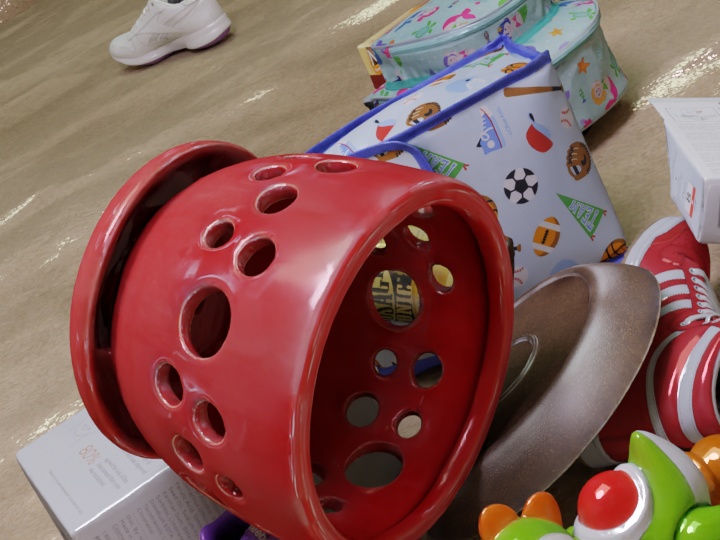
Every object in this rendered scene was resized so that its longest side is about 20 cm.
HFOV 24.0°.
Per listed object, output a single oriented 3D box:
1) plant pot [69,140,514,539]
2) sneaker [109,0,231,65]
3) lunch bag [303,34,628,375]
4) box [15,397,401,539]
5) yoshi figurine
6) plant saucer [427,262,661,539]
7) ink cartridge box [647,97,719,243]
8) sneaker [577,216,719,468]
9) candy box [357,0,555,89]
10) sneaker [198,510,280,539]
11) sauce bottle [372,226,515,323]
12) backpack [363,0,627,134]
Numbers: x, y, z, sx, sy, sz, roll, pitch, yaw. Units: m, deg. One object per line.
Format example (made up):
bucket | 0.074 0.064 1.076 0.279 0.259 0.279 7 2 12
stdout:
plant pot | -0.043 0.034 0.892 0.181 0.202 0.200 14 41 31
sneaker | -0.264 -0.336 2.262 0.198 0.100 0.075 -12 28 34
lunch bag | 0.065 -0.040 1.175 0.198 0.171 0.124 -28 17 -8
box | -0.093 0.125 1.064 0.199 0.107 0.152 -32 23 -14
yoshi figurine | 0.122 0.160 0.813 0.198 0.113 0.113 -19 60 -20
plant saucer | 0.093 0.068 0.985 0.200 0.032 0.201 -47 14 16
ink cartridge box | 0.278 -0.069 1.102 0.160 0.051 0.200 -1 18 -1
sneaker | 0.201 0.034 0.992 0.112 0.072 0.201 -13 33 38
candy box | 0.107 -0.260 1.753 0.199 0.056 0.115 -37 25 -26
sneaker | -0.029 0.177 0.907 0.080 0.089 0.199 -34 25 -24
sauce bottle | 0.000 0.000 1.100 0.197 0.067 0.066 4 30 11
backpack | 0.119 -0.167 1.434 0.177 0.152 0.199 -38 30 -31
